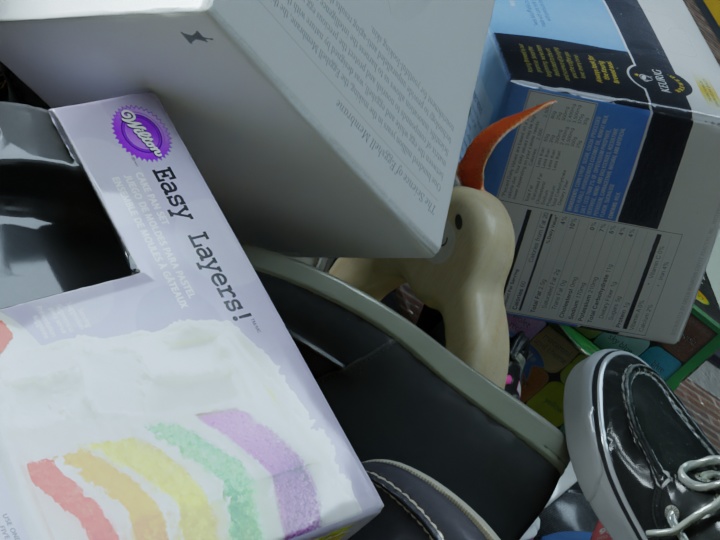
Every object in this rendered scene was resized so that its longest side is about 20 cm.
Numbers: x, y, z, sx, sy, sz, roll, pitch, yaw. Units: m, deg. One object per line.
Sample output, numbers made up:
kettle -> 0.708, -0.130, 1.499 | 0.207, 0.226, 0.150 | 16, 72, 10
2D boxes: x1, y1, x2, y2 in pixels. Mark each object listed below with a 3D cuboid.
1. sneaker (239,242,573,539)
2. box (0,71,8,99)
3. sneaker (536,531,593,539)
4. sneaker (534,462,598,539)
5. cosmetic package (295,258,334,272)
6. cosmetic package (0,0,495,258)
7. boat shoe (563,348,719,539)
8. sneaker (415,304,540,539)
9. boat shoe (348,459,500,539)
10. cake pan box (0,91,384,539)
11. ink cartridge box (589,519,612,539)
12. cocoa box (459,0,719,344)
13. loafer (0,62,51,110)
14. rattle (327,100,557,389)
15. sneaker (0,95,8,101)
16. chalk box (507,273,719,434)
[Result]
sneaker -> -0.011, 0.071, 1.005 | 0.200, 0.106, 0.075 | 32, -15, -13
box -> -0.227, -0.155, 1.075 | 0.200, 0.049, 0.161 | 49, 52, 9
sneaker -> 0.065, 0.185, 1.083 | 0.200, 0.078, 0.066 | -49, 131, -55
sneaker -> 0.146, 0.149, 1.290 | 0.112, 0.073, 0.200 | 52, 29, 11
cosmetic package -> -0.046, -0.057, 1.235 | 0.103, 0.087, 0.200 | 20, 20, 5
cosmetic package -> -0.039, -0.135, 0.994 | 0.199, 0.123, 0.200 | 46, 50, -50
boat shoe -> 0.149, 0.111, 0.995 | 0.074, 0.068, 0.200 | 6, 53, -38
sneaker -> 0.050, 0.069, 1.188 | 0.074, 0.088, 0.200 | 0, 22, 0
boat shoe -> 0.031, 0.153, 0.910 | 0.063, 0.073, 0.200 | 23, 35, -56
cake pan box -> -0.111, 0.034, 0.847 | 0.184, 0.052, 0.200 | -12, 67, -43
ink cartridge box -> 0.129, 0.202, 1.041 | 0.117, 0.067, 0.200 | 63, 33, -23
cocoa box -> 0.106, -0.073, 1.256 | 0.131, 0.133, 0.200 | 10, 27, -12
loafer -> -0.127, -0.050, 1.043 | 0.068, 0.070, 0.201 | -94, 160, -55
rattle -> 0.000, 0.000, 1.091 | 0.143, 0.200, 0.130 | 15, 16, -27
sneaker -> -0.132, -0.097, 1.194 | 0.111, 0.077, 0.200 | 49, 23, 27
chalk box -> 0.128, 0.018, 1.421 | 0.125, 0.124, 0.200 | 38, 22, -22
